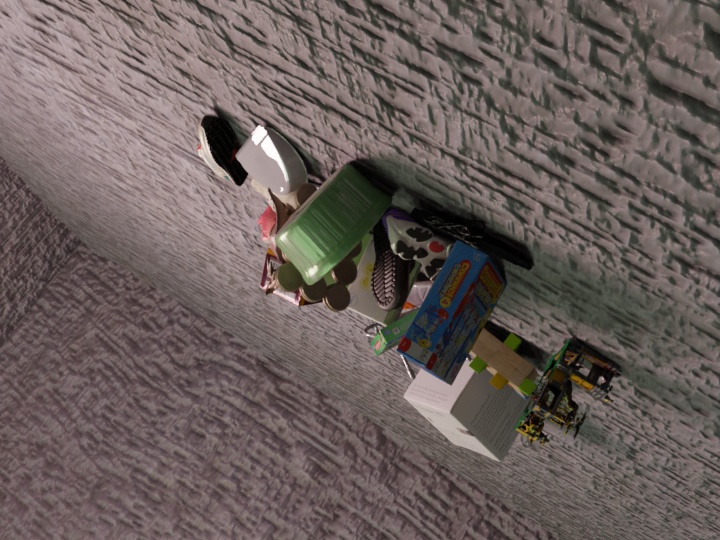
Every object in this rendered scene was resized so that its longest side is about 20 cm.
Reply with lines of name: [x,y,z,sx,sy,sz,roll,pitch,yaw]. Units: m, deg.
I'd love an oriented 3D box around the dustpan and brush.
dustpan and brush: [-0.124,-0.164,1.758,0.200,0.057,0.139,52,147,-1]

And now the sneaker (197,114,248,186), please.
sneaker: [-0.282,-0.233,1.869,0.093,0.071,0.200,21,163,23]

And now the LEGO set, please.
LEGO set: [0.364,0.223,1.691,0.115,0.200,0.154,31,144,6]

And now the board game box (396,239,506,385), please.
board game box: [0.150,0.073,1.574,0.056,0.197,0.200,28,176,22]

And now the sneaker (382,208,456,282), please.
sneaker: [0.109,-0.048,1.609,0.200,0.081,0.084,34,-161,-45]

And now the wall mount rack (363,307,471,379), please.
wall mount rack: [0.113,0.127,1.853,0.174,0.199,0.075,-145,41,-64]

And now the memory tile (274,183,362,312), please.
memory tile: [-0.066,-0.039,1.718,0.153,0.201,0.017,21,160,-26]

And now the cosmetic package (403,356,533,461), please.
cosmetic package: [0.237,0.274,2.110,0.200,0.165,0.164,44,161,-30]

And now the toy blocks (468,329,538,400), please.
toy blocks: [0.272,0.176,1.912,0.200,0.100,0.137,38,176,24]

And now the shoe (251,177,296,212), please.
shoe: [-0.128,-0.124,1.828,0.199,0.054,0.070,26,160,21]

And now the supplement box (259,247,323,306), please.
supplement box: [-0.090,0.004,1.957,0.110,0.086,0.199,24,-161,33]

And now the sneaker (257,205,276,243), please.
sneaker: [-0.146,-0.071,1.918,0.074,0.087,0.200,49,-177,-34]

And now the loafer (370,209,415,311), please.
loafer: [0.066,-0.015,1.640,0.071,0.201,0.073,24,138,-27]

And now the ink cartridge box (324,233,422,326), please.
ink cartridge box: [0.000,0.000,1.794,0.199,0.146,0.048,24,179,14]

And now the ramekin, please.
ramekin: [-0.050,-0.081,1.615,0.098,0.200,0.200,44,163,-7]

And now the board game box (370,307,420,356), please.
board game box: [0.116,0.084,1.752,0.029,0.199,0.135,60,168,9]

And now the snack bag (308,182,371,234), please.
snack bag: [-0.066,-0.110,1.879,0.199,0.021,0.189,21,159,41]

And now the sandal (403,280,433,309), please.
sandal: [0.097,0.032,1.902,0.205,0.059,0.079,-3,140,32]

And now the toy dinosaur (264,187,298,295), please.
toy dinosaur: [-0.135,-0.045,1.756,0.085,0.136,0.201,21,145,32]

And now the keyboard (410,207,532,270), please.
keyboard: [0.174,-0.061,1.527,0.199,0.040,0.104,26,-174,26]
